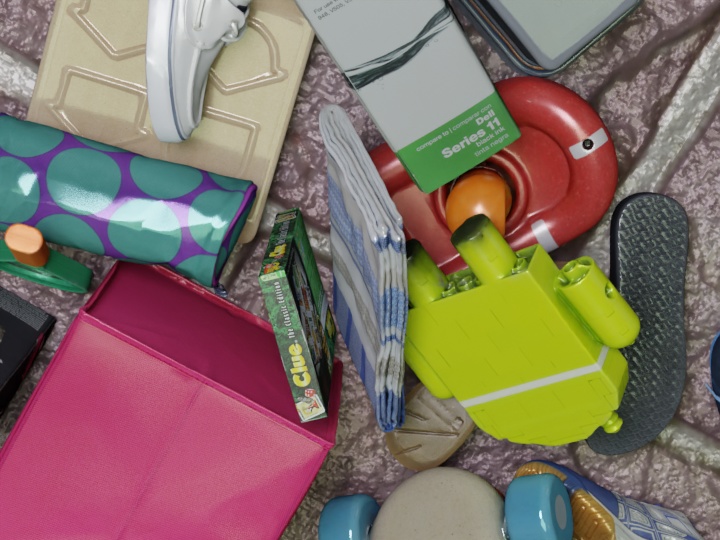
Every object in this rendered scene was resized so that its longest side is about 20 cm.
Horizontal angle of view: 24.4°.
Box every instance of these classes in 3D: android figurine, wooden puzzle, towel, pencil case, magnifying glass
[{"bbox_3d":[0.107,0.050,1.159,0.182,0.041,0.200,-22,119,39],"label":"android figurine"},{"bbox_3d":[-0.140,-0.137,1.219,0.185,0.046,0.200,17,109,-2],"label":"wooden puzzle"},{"bbox_3d":[0.000,0.000,1.158,0.024,0.147,0.200,-13,136,-12],"label":"towel"},{"bbox_3d":[-0.179,-0.048,1.181,0.200,0.092,0.085,16,85,-1],"label":"pencil case"},{"bbox_3d":[-0.231,-0.009,1.176,0.079,0.200,0.022,17,80,-5],"label":"magnifying glass"}]

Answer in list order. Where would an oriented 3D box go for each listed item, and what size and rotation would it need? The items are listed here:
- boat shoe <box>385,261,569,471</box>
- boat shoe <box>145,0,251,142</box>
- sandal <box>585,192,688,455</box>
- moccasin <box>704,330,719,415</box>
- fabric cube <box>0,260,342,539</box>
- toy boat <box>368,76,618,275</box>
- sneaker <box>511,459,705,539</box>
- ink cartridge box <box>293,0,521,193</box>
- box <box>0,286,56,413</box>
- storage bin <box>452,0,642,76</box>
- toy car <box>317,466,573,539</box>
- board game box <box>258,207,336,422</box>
[{"bbox_3d":[0.098,0.068,1.257,0.200,0.063,0.073,-42,84,8],"label":"boat shoe"},{"bbox_3d":[-0.107,-0.182,1.139,0.065,0.074,0.200,8,110,5],"label":"boat shoe"},{"bbox_3d":[0.210,0.041,1.256,0.076,0.043,0.200,10,95,-8],"label":"sandal"},{"bbox_3d":[0.322,0.134,1.255,0.080,0.068,0.200,-23,102,7],"label":"moccasin"},{"bbox_3d":[-0.146,0.131,1.206,0.200,0.196,0.200,28,104,-5],"label":"fabric cube"},{"bbox_3d":[0.088,-0.051,1.185,0.200,0.131,0.131,-29,102,9],"label":"toy boat"},{"bbox_3d":[0.207,0.210,1.283,0.200,0.088,0.075,38,126,15],"label":"sneaker"},{"bbox_3d":[0.014,-0.173,1.110,0.083,0.147,0.200,-30,132,7],"label":"ink cartridge box"},{"bbox_3d":[-0.309,0.082,1.196,0.106,0.200,0.122,31,104,-5],"label":"box"},{"bbox_3d":[0.115,-0.232,1.138,0.145,0.134,0.200,-39,101,11],"label":"storage bin"},{"bbox_3d":[0.090,0.256,1.260,0.184,0.200,0.177,-10,63,24],"label":"toy car"},{"bbox_3d":[-0.042,0.026,1.173,0.023,0.200,0.105,-17,102,5],"label":"board game box"}]
